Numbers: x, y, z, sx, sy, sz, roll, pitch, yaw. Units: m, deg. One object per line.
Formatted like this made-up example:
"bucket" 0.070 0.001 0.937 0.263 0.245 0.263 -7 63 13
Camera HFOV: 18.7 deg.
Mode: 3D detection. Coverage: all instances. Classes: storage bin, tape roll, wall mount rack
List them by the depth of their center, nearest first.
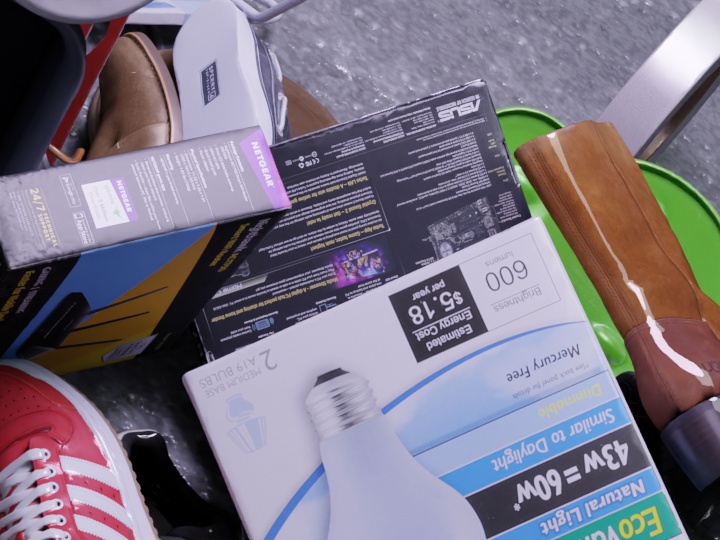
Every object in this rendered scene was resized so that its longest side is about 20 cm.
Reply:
"storage bin" -0.215 -0.098 1.188 0.145 0.200 0.135 28 29 -10
"wall mount rack" -0.112 -0.193 1.419 0.199 0.075 0.174 -5 30 -40
"tape roll" 0.204 -0.114 1.501 0.037 0.203 0.203 41 38 8

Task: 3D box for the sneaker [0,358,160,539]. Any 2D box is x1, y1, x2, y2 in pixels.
"sneaker" -0.154 0.130 1.031 0.112 0.071 0.201 -3 57 -58

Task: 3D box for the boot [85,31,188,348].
"boot" -0.144 -0.053 1.266 0.075 0.074 0.201 3 62 -20

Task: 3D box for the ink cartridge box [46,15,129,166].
"ink cartridge box" -0.182 -0.191 1.292 0.043 0.200 0.174 7 45 -29

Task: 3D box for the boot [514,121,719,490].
"boot" 0.168 0.015 1.167 0.188 0.068 0.201 -8 64 -55

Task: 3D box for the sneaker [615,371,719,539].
"sneaker" 0.202 0.149 1.209 0.104 0.060 0.201 10 48 -33

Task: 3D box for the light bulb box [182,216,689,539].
"light bulb box" 0.042 0.111 1.094 0.197 0.125 0.201 -25 80 -1

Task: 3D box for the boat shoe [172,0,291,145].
"boat shoe" -0.072 -0.079 1.325 0.068 0.072 0.201 40 26 -37

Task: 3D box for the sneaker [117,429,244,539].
"sneaker" -0.082 0.168 1.085 0.075 0.088 0.200 -22 66 -48

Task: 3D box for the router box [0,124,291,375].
"router box" -0.139 0.001 1.099 0.148 0.200 0.051 -14 74 -28

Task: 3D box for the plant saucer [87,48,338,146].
"plant saucer" -0.076 -0.071 1.388 0.199 0.030 0.201 20 41 -19

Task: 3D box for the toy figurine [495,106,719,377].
"toy figurine" 0.119 -0.001 1.348 0.150 0.184 0.200 -43 91 -9

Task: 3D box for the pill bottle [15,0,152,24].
"pill bottle" -0.159 -0.216 1.124 0.110 0.111 0.200 11 27 -28

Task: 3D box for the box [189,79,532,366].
"box" 0.000 0.000 1.217 0.199 0.044 0.161 -19 86 -9
